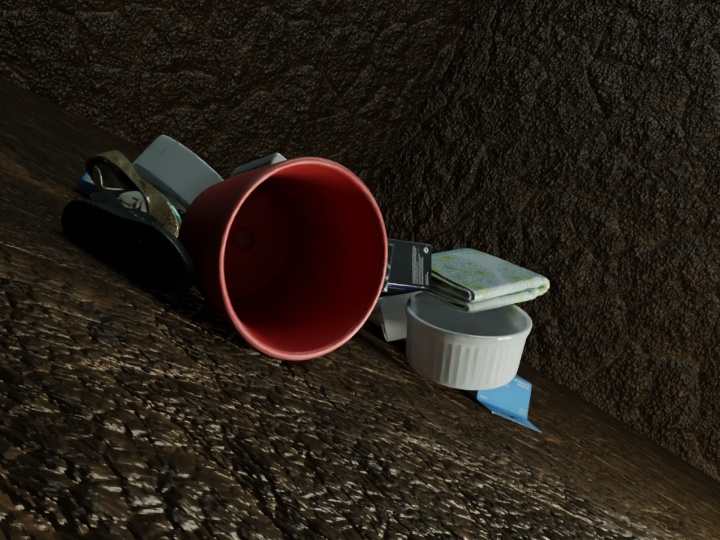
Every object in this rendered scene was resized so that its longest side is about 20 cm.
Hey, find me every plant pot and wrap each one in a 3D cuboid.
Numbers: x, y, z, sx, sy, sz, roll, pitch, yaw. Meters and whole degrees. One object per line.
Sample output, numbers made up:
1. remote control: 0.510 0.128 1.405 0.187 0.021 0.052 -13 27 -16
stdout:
1. plant pot: -0.097 -0.023 0.811 0.200 0.201 0.177 27 -7 -34

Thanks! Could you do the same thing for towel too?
1. towel: 0.190 0.015 1.275 0.200 0.048 0.171 -10 27 -38

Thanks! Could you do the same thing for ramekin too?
1. ramekin: 0.166 0.110 1.210 0.200 0.098 0.201 5 19 -2

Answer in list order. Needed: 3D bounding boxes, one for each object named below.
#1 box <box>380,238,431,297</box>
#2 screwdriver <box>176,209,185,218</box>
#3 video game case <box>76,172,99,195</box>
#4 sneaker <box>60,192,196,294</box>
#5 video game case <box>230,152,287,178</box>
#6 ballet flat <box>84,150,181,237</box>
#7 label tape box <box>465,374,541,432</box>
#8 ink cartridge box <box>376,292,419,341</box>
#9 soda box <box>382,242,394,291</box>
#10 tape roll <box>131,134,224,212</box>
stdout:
1. box: 0.000 0.000 1.237 0.141 0.079 0.200 10 -13 -34
2. screwdriver: -0.317 -0.115 1.190 0.029 0.028 0.200 5 -34 41
3. video game case: -0.377 -0.114 1.214 0.143 0.018 0.200 29 3 -20
4. sneaker: -0.232 -0.033 0.799 0.199 0.060 0.104 27 6 19
5. video game case: -0.089 -0.101 1.116 0.182 0.023 0.200 37 -14 -21
6. ballet flat: -0.329 -0.103 1.073 0.065 0.071 0.200 -10 41 -46
7. label tape box: 0.222 0.191 1.323 0.144 0.063 0.200 26 4 -37
8. ink cartridge box: 0.111 0.073 1.440 0.145 0.085 0.200 -13 -2 4
9. soda box: -0.031 -0.011 1.086 0.063 0.071 0.200 9 -1 -28
10. tape roll: -0.284 -0.130 1.261 0.202 0.071 0.203 38 -14 11
